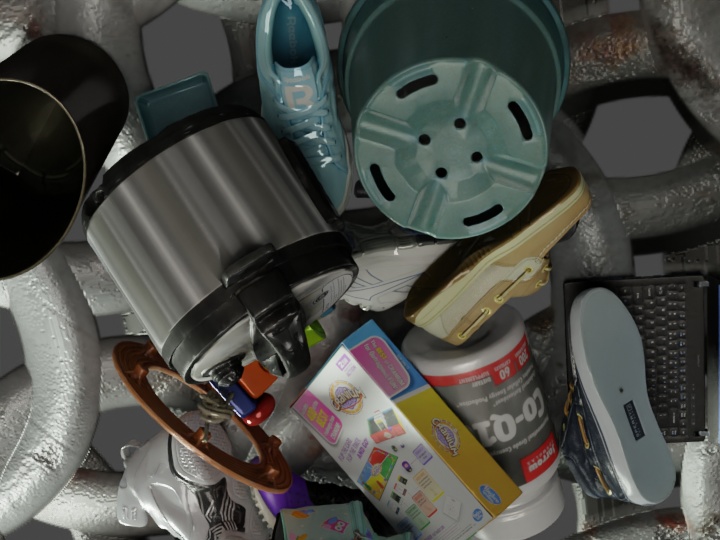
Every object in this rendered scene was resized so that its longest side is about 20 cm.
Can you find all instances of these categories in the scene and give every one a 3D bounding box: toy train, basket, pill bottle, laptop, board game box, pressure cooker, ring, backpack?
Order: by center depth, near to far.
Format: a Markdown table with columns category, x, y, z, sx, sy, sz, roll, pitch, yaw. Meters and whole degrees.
| category | x | y | z | sx | sy | sz | roll | pitch | yaw |
| --- | --- | --- | --- | --- | --- | --- | --- | --- | --- |
| pressure cooker | -0.100 | -0.005 | 1.312 | 0.179 | 0.176 | 0.200 | -43 | 74 | 32 |
| basket | -0.268 | -0.108 | 1.375 | 0.136 | 0.200 | 0.181 | 30 | 115 | -6 |
| toy train | -0.079 | 0.075 | 1.459 | 0.116 | 0.200 | 0.085 | -37 | 107 | 14 |
| ring | -0.136 | 0.125 | 1.490 | 0.200 | 0.200 | 0.019 | 37 | 99 | -14 |
| board game box | 0.036 | 0.158 | 1.497 | 0.200 | 0.040 | 0.153 | 49 | 147 | 7 |
| backpack | -0.012 | 0.304 | 1.499 | 0.153 | 0.200 | 0.176 | -13 | 124 | -8 |
| laptop | 0.286 | 0.103 | 1.500 | 0.199 | 0.103 | 0.178 | -3 | 116 | 5 |
| pill bottle | 0.117 | 0.138 | 1.523 | 0.114 | 0.114 | 0.200 | -14 | 115 | 11 |

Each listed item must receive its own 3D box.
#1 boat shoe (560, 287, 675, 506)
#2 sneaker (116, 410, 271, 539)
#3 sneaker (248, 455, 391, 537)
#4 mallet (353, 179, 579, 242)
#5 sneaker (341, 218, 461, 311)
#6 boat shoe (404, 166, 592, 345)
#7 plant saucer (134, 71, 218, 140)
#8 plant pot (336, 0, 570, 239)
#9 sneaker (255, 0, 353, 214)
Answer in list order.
| category | x | y | z | sx | sy | sz | roll | pitch | yaw |
| --- | --- | --- | --- | --- | --- | --- | --- | --- | --- |
| boat shoe | 0.209 | 0.116 | 1.505 | 0.071 | 0.091 | 0.201 | -20 | 96 | -33 |
| sneaker | -0.158 | 0.238 | 1.591 | 0.115 | 0.075 | 0.200 | -20 | 91 | 34 |
| sneaker | -0.021 | 0.232 | 1.611 | 0.099 | 0.070 | 0.200 | -37 | 113 | 12 |
| mallet | 0.097 | -0.065 | 1.472 | 0.199 | 0.066 | 0.041 | 10 | 117 | 16 |
| sneaker | 0.000 | 0.000 | 1.468 | 0.199 | 0.075 | 0.087 | -4 | 126 | -12 |
| boat shoe | 0.125 | -0.010 | 1.415 | 0.066 | 0.074 | 0.200 | 38 | 122 | -21 |
| plant saucer | -0.129 | -0.063 | 1.421 | 0.070 | 0.019 | 0.201 | -18 | 89 | 11 |
| plant pot | 0.074 | -0.132 | 1.346 | 0.200 | 0.196 | 0.201 | 1 | 116 | 3 |
| sneaker | -0.053 | -0.138 | 1.372 | 0.074 | 0.082 | 0.201 | -13 | 88 | 5 |
